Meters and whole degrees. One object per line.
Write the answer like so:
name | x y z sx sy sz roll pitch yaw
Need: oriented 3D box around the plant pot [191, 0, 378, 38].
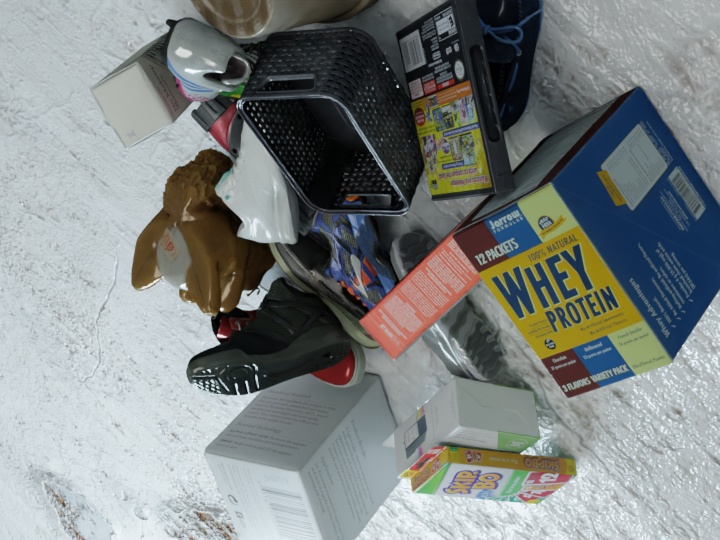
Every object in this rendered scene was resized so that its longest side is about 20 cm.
plant pot | -0.082 -0.322 1.253 0.199 0.174 0.201 21 132 25

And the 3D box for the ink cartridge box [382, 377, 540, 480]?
ink cartridge box | 0.118 0.210 1.536 0.116 0.068 0.200 11 145 -23

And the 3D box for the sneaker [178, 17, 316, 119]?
sneaker | -0.125 -0.239 1.437 0.199 0.078 0.086 30 130 6

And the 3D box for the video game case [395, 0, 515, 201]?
video game case | 0.090 -0.162 1.227 0.200 0.025 0.182 -175 72 -76

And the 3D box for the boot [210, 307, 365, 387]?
boot | -0.098 0.094 1.575 0.199 0.144 0.073 25 104 45

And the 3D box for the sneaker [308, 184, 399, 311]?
sneaker | 0.000 0.000 1.488 0.078 0.075 0.201 -21 100 7

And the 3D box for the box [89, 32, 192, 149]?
box | -0.236 -0.214 1.439 0.068 0.200 0.083 -25 108 16

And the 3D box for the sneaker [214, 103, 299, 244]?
sneaker | -0.124 -0.109 1.418 0.088 0.076 0.201 -2 129 6

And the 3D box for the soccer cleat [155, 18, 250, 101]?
soccer cleat | -0.152 -0.208 1.311 0.086 0.200 0.070 21 91 6

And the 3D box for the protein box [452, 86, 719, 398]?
protein box | 0.232 -0.028 1.197 0.135 0.200 0.199 -28 102 48

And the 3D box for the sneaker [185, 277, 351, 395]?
sneaker | -0.121 0.079 1.502 0.077 0.198 0.115 93 155 -50

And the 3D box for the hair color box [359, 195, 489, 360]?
hair color box | 0.096 0.000 1.349 0.061 0.101 0.200 47 110 1

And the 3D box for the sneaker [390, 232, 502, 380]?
sneaker | 0.084 0.050 1.476 0.082 0.075 0.201 -16 107 50

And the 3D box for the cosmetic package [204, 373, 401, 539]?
cosmetic package | -0.068 0.253 1.664 0.164 0.200 0.166 5 124 35

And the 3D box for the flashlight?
flashlight | -0.112 -0.139 1.504 0.200 0.068 0.068 44 158 -2

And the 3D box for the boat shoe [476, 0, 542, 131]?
boat shoe | 0.138 -0.220 1.226 0.084 0.069 0.201 12 128 32

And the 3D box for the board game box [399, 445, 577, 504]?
board game box | 0.154 0.248 1.514 0.198 0.030 0.096 12 144 -22

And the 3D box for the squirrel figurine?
squirrel figurine | -0.169 -0.050 1.553 0.141 0.186 0.202 8 98 36

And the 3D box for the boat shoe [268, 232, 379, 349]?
boat shoe | -0.026 0.009 1.544 0.201 0.072 0.066 46 133 -8

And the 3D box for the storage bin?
storage bin | -0.024 -0.155 1.333 0.134 0.094 0.200 3 147 32
